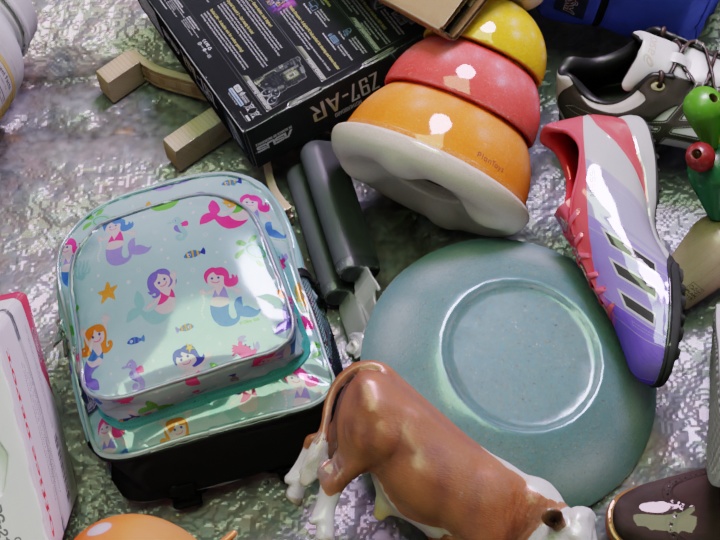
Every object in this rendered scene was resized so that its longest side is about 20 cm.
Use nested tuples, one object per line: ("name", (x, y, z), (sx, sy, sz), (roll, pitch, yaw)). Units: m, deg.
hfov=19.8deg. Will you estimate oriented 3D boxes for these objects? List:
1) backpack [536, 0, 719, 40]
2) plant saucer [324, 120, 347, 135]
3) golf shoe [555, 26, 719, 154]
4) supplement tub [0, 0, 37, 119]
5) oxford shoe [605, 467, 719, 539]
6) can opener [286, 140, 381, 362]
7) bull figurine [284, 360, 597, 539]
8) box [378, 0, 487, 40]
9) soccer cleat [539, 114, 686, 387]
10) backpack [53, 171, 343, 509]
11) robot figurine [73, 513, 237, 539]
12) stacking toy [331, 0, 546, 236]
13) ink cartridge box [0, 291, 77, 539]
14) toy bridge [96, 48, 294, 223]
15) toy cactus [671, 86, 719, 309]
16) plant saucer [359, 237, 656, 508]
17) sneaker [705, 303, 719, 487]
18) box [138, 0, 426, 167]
("backpack", (0.176, -0.262, 1.471), (0.200, 0.163, 0.168), (17, 60, 2))
("plant saucer", (0.022, -0.168, 1.522), (0.200, 0.034, 0.200), (-3, 59, 5))
("golf shoe", (0.228, -0.123, 1.409), (0.200, 0.095, 0.078), (-10, 49, 20))
("supplement tub", (-0.329, -0.127, 1.466), (0.145, 0.145, 0.200), (17, 62, 16))
("oxford shoe", (0.252, 0.141, 1.282), (0.200, 0.073, 0.071), (-5, 59, 3))
("can opener", (0.000, 0.000, 1.417), (0.066, 0.053, 0.200), (-1, 54, -32))
("bull figurine", (0.049, 0.146, 1.267), (0.200, 0.065, 0.121), (41, 95, 5))
("box", (0.049, -0.257, 1.421), (0.164, 0.021, 0.200), (-52, 44, -2))
("soccer cleat", (0.164, -0.014, 1.350), (0.073, 0.068, 0.200), (2, 61, -13))
("backpack", (-0.111, 0.031, 1.350), (0.177, 0.151, 0.200), (-16, 54, 1))
("robot figurine", (-0.152, 0.224, 1.220), (0.200, 0.144, 0.117), (-48, 28, 21))
("stacking toy", (0.082, -0.135, 1.403), (0.146, 0.146, 0.200), (23, 80, 19))
("ink cartridge box", (-0.234, 0.101, 1.257), (0.084, 0.200, 0.145), (-14, 97, -3))
("toy bridge", (-0.111, -0.101, 1.496), (0.067, 0.027, 0.200), (-36, 61, -16))
("toy cactus", (0.268, -0.035, 1.363), (0.165, 0.200, 0.102), (-47, 38, 18))
("plant saucer", (0.101, 0.062, 1.337), (0.201, 0.039, 0.201), (4, 63, -9))
("sneaker", (0.268, 0.076, 1.279), (0.105, 0.075, 0.200), (7, 22, 8))
("box", (-0.056, -0.186, 1.491), (0.160, 0.044, 0.200), (-30, 55, -10))
